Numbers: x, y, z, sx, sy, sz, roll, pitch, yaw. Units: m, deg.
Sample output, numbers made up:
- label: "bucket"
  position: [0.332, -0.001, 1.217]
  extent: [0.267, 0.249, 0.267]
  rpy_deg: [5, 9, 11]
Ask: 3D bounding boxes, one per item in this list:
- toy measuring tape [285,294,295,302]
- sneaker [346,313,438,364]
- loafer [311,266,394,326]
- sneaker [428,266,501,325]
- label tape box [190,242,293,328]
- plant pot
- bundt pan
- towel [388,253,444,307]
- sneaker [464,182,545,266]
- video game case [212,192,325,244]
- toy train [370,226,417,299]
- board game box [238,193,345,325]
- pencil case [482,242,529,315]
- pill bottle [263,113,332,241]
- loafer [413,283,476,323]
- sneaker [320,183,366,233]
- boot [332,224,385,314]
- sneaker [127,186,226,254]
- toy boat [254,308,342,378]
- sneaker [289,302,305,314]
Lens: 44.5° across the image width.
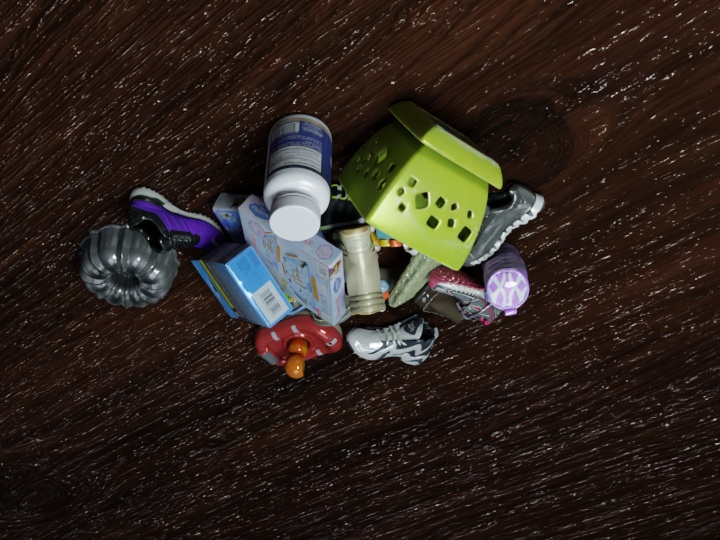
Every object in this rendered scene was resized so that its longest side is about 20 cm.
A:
- label: "toy measuring tape"
  position: [-0.204, 0.049, 1.748]
  extent: [0.197, 0.074, 0.074]
  rpy_deg: [2, 144, 28]
- label: "sneaker"
  position: [0.078, 0.135, 1.884]
  extent: [0.197, 0.080, 0.130]
  rpy_deg: [18, 136, -20]
- label: "loafer"
  position: [-0.027, 0.043, 1.775]
  extent: [0.199, 0.076, 0.069]
  rpy_deg: [-33, 145, 21]
- label: "sneaker"
  position: [0.204, 0.053, 1.679]
  extent: [0.198, 0.081, 0.075]
  rpy_deg: [21, 106, -37]
- label: "label tape box"
  position: [-0.222, 0.023, 1.629]
  extent: [0.145, 0.063, 0.199]
  rpy_deg: [58, 158, -19]
- label: "plant pot"
  position: [0.104, -0.150, 1.436]
  extent: [0.197, 0.200, 0.183]
  rpy_deg: [25, 106, -27]
- label: "bundt pan"
  position: [-0.460, 0.002, 1.734]
  extent: [0.199, 0.076, 0.203]
  rpy_deg: [0, 139, 0]
- label: "towel"
  position: [0.133, -0.014, 1.672]
  extent: [0.037, 0.148, 0.201]
  rpy_deg: [47, 135, 15]
- label: "sneaker"
  position: [0.238, -0.091, 1.617]
  extent: [0.090, 0.067, 0.200]
  rpy_deg: [35, 119, -25]
- label: "video game case"
  position: [-0.154, -0.058, 1.634]
  extent: [0.179, 0.046, 0.201]
  rpy_deg: [5, 145, 28]
- label: "toy train"
  position: [0.051, -0.027, 1.658]
  extent: [0.055, 0.151, 0.201]
  rpy_deg: [-10, 149, -42]
- label: "board game box"
  position: [-0.116, -0.015, 1.537]
  extent: [0.198, 0.041, 0.201]
  rpy_deg: [33, 153, 19]
- label: "pencil case"
  position: [0.269, 0.011, 1.639]
  extent: [0.083, 0.200, 0.087]
  rpy_deg: [-15, 106, 11]
- label: "pill bottle"
  position: [-0.103, -0.151, 1.446]
  extent: [0.109, 0.202, 0.112]
  rpy_deg: [1, 141, 0]
- label: "loafer"
  position: [0.185, 0.063, 1.749]
  extent: [0.199, 0.072, 0.073]
  rpy_deg: [5, 133, -48]
- label: "sneaker"
  position: [-0.040, -0.122, 1.582]
  extent: [0.198, 0.072, 0.083]
  rpy_deg: [-20, 135, 23]
- label: "boot"
  position: [0.000, 0.000, 1.567]
  extent: [0.072, 0.158, 0.200]
  rpy_deg: [-11, -179, -4]
- label: "sneaker"
  position: [-0.345, -0.065, 1.629]
  extent: [0.199, 0.101, 0.069]
  rpy_deg: [27, 136, -27]
- label: "toy boat"
  position: [-0.133, 0.170, 1.886]
  extent: [0.198, 0.132, 0.131]
  rpy_deg: [-21, 136, 24]
- label: "sneaker"
  position: [-0.112, 0.025, 1.774]
  extent: [0.199, 0.071, 0.083]
  rpy_deg: [-30, 110, 35]
